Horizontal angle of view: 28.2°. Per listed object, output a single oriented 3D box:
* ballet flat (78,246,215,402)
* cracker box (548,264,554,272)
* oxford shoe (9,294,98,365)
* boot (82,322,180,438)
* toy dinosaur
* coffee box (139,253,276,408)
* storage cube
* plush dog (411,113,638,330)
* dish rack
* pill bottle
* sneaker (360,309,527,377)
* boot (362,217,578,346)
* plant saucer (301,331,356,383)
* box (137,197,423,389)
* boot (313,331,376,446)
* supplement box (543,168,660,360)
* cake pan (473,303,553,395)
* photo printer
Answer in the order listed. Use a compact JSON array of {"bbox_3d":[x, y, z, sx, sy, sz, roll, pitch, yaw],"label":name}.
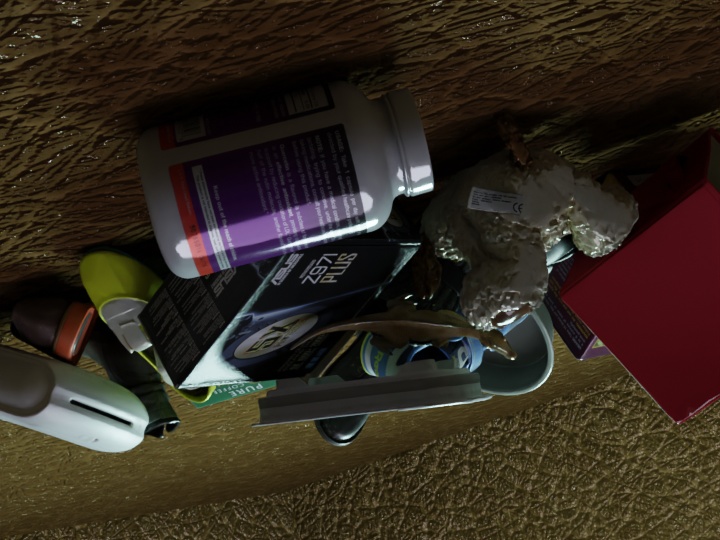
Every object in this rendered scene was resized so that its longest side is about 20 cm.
[{"bbox_3d":[-0.190,0.057,1.328,0.067,0.067,0.200,-19,137,19],"label":"ballet flat"},{"bbox_3d":[0.209,-0.020,1.674,0.200,0.058,0.134,-4,164,-37],"label":"cracker box"},{"bbox_3d":[-0.302,0.050,1.416,0.072,0.071,0.200,21,169,-5],"label":"oxford shoe"},{"bbox_3d":[-0.254,0.119,1.525,0.068,0.131,0.200,-11,179,-27],"label":"boot"},{"bbox_3d":[0.037,0.048,1.276,0.200,0.058,0.101,3,177,-4],"label":"toy dinosaur"},{"bbox_3d":[-0.156,0.056,1.416,0.123,0.044,0.200,-19,138,17],"label":"coffee box"},{"bbox_3d":[0.318,0.002,1.368,0.180,0.200,0.171,-41,-174,25],"label":"storage cube"},{"bbox_3d":[0.120,-0.052,1.288,0.200,0.161,0.172,-36,-168,-26],"label":"plush dog"},{"bbox_3d":[0.011,0.111,1.319,0.200,0.044,0.172,-9,175,16],"label":"dish rack"},{"bbox_3d":[-0.053,-0.069,1.031,0.200,0.113,0.112,-14,167,-3],"label":"pill bottle"},{"bbox_3d":[0.102,0.066,1.445,0.200,0.074,0.082,-29,-149,-12],"label":"sneaker"},{"bbox_3d":[0.108,0.000,1.391,0.211,0.080,0.158,-14,-158,35],"label":"boot"},{"bbox_3d":[-0.026,0.074,1.672,0.200,0.032,0.200,-49,179,-1],"label":"plant saucer"},{"bbox_3d":[-0.071,0.007,1.262,0.164,0.086,0.200,0,140,-47],"label":"box"},{"bbox_3d":[0.035,0.090,1.558,0.069,0.200,0.174,36,151,-14],"label":"boot"},{"bbox_3d":[0.302,-0.008,1.573,0.131,0.103,0.200,-7,139,-34],"label":"supplement box"},{"bbox_3d":[0.133,0.058,1.629,0.200,0.200,0.037,-31,-163,51],"label":"cake pan"},{"bbox_3d":[-0.318,0.121,1.412,0.200,0.070,0.166,12,167,32],"label":"photo printer"}]
